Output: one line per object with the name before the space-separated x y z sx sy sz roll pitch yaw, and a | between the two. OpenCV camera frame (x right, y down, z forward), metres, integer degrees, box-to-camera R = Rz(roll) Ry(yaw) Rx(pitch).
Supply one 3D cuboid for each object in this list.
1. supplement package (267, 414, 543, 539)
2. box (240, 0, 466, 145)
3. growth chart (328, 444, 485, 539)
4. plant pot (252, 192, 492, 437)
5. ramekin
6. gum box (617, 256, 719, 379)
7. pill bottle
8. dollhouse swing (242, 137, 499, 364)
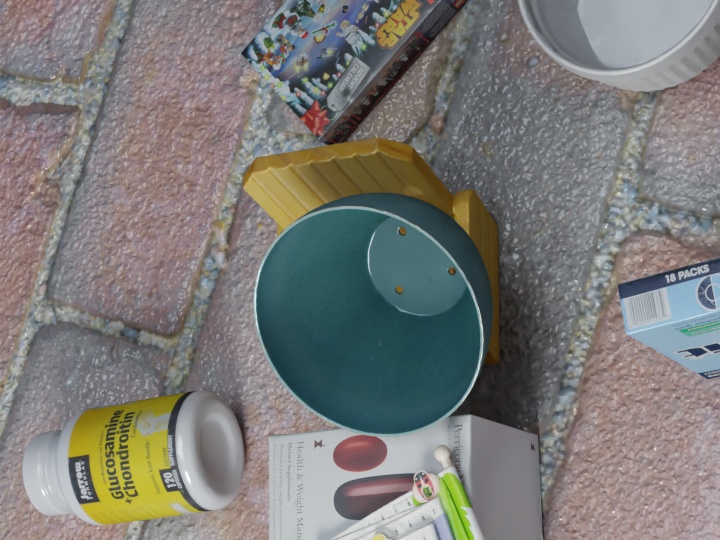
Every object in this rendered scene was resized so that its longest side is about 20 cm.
supplement package | 0.039 0.234 1.638 0.198 0.147 0.193 -9 74 27
box | -0.006 -0.236 1.836 0.200 0.040 0.137 -48 62 10
growth chart | 0.025 0.255 1.545 0.199 0.018 0.146 -37 65 19
plant pot | 0.027 0.018 1.588 0.198 0.135 0.202 9 115 19
ramekin | 0.245 -0.253 1.665 0.198 0.105 0.202 -7 76 27
gum box | 0.317 0.031 1.503 0.168 0.200 0.045 -16 70 24
pill bottle | -0.218 0.182 1.811 0.198 0.112 0.113 -11 73 26
dollhouse swing | 0.000 0.000 1.699 0.198 0.175 0.184 -7 75 26
